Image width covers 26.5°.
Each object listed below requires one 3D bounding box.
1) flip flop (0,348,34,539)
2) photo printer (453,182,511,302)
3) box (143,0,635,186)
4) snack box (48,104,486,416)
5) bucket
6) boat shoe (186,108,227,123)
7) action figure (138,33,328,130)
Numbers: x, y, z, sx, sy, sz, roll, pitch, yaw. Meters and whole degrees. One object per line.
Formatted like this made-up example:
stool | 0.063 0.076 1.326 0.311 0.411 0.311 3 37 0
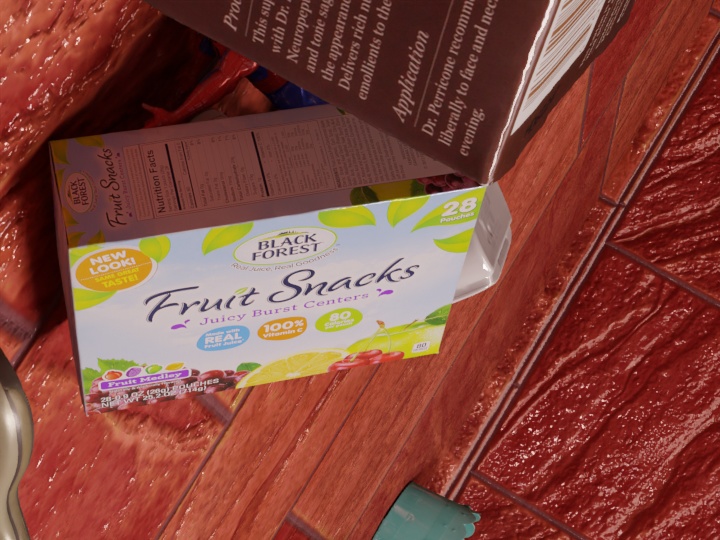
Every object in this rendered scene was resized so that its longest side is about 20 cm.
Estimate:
flip flop | -0.194 0.109 0.721 0.057 0.081 0.201 -27 148 -38
photo printer | 0.000 0.000 1.047 0.199 0.070 0.166 -23 -170 16
box | 0.023 -0.176 0.625 0.164 0.199 0.166 -49 164 -43
snack box | -0.050 -0.007 0.774 0.199 0.068 0.169 -10 150 -14
bucket | 0.102 0.476 2.649 0.208 0.134 0.207 -55 167 -20
boat shoe | -0.069 -0.043 0.883 0.075 0.065 0.202 -61 169 6
action figure | -0.058 -0.077 0.793 0.099 0.065 0.200 -36 137 3
